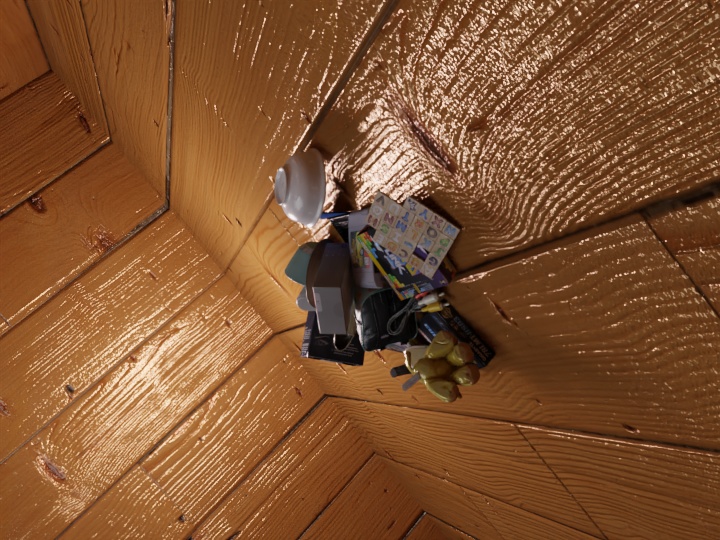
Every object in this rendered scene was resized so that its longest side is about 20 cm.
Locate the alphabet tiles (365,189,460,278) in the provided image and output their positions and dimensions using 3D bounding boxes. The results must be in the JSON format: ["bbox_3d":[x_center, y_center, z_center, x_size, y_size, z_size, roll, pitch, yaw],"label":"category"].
[{"bbox_3d":[0.105,-0.089,1.308,0.198,0.008,0.168,34,138,8],"label":"alphabet tiles"}]

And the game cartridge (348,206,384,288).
[{"bbox_3d":[0.012,-0.056,1.522,0.133,0.040,0.204,178,86,-69],"label":"game cartridge"}]

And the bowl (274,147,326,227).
[{"bbox_3d":[-0.164,-0.213,1.515,0.200,0.089,0.205,180,90,-65],"label":"bowl"}]

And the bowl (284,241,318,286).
[{"bbox_3d":[-0.131,-0.022,1.845,0.200,0.199,0.107,29,111,41],"label":"bowl"}]

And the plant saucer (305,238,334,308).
[{"bbox_3d":[-0.099,0.010,1.692,0.029,0.202,0.202,10,144,22],"label":"plant saucer"}]

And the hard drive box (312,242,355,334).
[{"bbox_3d":[-0.064,0.045,1.587,0.075,0.201,0.158,0,125,9],"label":"hard drive box"}]

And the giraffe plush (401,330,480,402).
[{"bbox_3d":[0.217,0.269,1.538,0.162,0.198,0.175,37,-148,-60],"label":"giraffe plush"}]

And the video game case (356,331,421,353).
[{"bbox_3d":[0.097,0.217,1.829,0.198,0.026,0.180,6,159,39],"label":"video game case"}]

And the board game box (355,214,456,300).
[{"bbox_3d":[0.107,-0.039,1.398,0.164,0.057,0.201,-22,109,48],"label":"board game box"}]

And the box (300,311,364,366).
[{"bbox_3d":[-0.083,0.207,1.990,0.193,0.204,0.117,13,168,-17],"label":"box"}]

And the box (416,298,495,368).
[{"bbox_3d":[0.248,0.187,1.599,0.200,0.050,0.199,47,159,6],"label":"box"}]

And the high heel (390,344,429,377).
[{"bbox_3d":[0.191,0.258,1.766,0.200,0.141,0.072,-45,60,45],"label":"high heel"}]

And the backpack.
[{"bbox_3d":[0.064,0.100,1.638,0.154,0.173,0.202,-109,10,-48],"label":"backpack"}]

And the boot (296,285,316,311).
[{"bbox_3d":[-0.094,0.082,1.821,0.196,0.096,0.075,9,124,3],"label":"boot"}]

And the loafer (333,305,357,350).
[{"bbox_3d":[-0.037,0.160,1.765,0.074,0.069,0.203,10,123,-4],"label":"loafer"}]

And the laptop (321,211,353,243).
[{"bbox_3d":[-0.070,-0.102,1.652,0.201,0.103,0.177,54,160,-15],"label":"laptop"}]

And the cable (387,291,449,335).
[{"bbox_3d":[0.132,0.090,1.520,0.098,0.199,0.050,60,-155,9],"label":"cable"}]
